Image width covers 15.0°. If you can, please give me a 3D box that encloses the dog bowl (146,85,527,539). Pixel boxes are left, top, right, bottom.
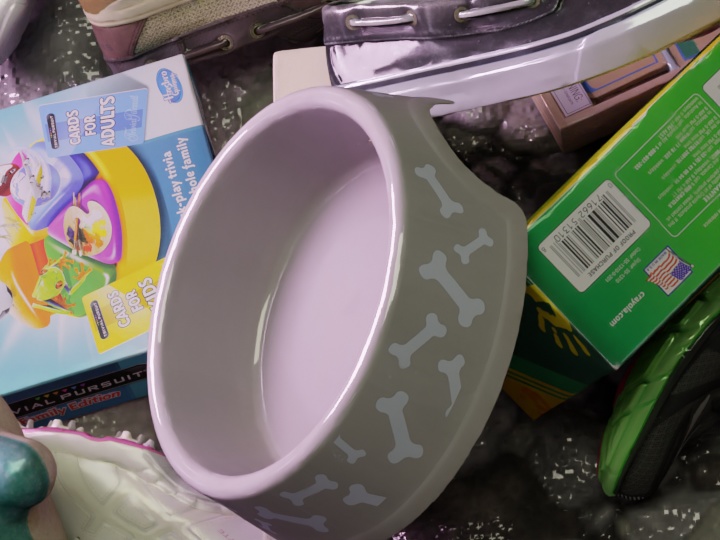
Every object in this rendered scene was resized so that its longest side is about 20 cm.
[{"bbox_3d":[-0.017,0.015,1.130,0.200,0.059,0.201,-29,52,45],"label":"dog bowl"}]

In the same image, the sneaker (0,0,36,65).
[{"bbox_3d":[-0.182,-0.201,1.372,0.082,0.077,0.201,21,67,-3],"label":"sneaker"}]

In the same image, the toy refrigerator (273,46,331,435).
[{"bbox_3d":[0.000,0.000,1.254,0.070,0.076,0.201,-4,62,6],"label":"toy refrigerator"}]

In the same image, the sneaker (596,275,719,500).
[{"bbox_3d":[0.183,0.033,1.206,0.200,0.077,0.084,-45,87,0],"label":"sneaker"}]

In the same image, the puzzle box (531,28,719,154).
[{"bbox_3d":[0.117,-0.165,1.348,0.133,0.025,0.200,-25,62,-5],"label":"puzzle box"}]

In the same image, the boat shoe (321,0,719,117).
[{"bbox_3d":[0.068,-0.113,1.181,0.199,0.072,0.071,-15,99,22],"label":"boat shoe"}]

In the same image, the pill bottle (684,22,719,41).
[{"bbox_3d":[0.147,-0.210,1.249,0.111,0.111,0.200,12,55,15],"label":"pill bottle"}]

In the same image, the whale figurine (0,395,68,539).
[{"bbox_3d":[-0.181,0.132,1.173,0.200,0.159,0.104,49,39,12],"label":"whale figurine"}]

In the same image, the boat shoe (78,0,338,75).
[{"bbox_3d":[-0.037,-0.144,1.340,0.199,0.065,0.073,-14,33,3],"label":"boat shoe"}]

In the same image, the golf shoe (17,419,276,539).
[{"bbox_3d":[-0.093,0.125,1.207,0.199,0.075,0.092,13,69,16],"label":"golf shoe"}]

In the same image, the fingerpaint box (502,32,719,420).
[{"bbox_3d":[0.138,-0.034,1.192,0.200,0.167,0.073,-44,88,-13],"label":"fingerpaint box"}]

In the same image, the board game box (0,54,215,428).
[{"bbox_3d":[-0.158,-0.003,1.295,0.199,0.047,0.151,-17,62,0],"label":"board game box"}]
